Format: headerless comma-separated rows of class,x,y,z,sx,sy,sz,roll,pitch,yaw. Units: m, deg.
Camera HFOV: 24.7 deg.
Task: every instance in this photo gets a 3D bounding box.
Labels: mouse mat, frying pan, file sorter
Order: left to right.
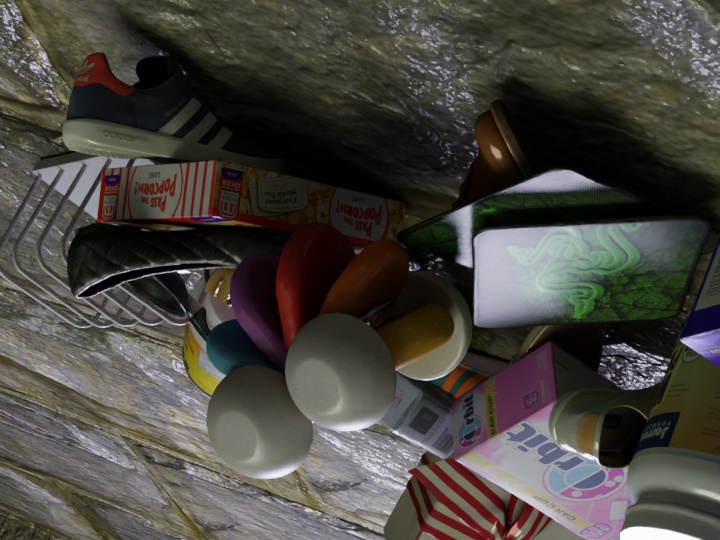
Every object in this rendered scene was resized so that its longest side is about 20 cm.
file sorter,-0.232,-0.025,1.538,0.139,0.125,0.200,39,155,-29
frying pan,-0.155,0.018,1.351,0.190,0.031,0.115,33,165,11
mouse mat,0.145,-0.022,1.161,0.200,0.008,0.161,17,152,-40
mouse mat,0.161,0.004,1.189,0.160,0.008,0.200,-3,157,3

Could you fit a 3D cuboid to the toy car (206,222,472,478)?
toy car,-0.032,0.046,1.191,0.200,0.175,0.150,-33,87,33

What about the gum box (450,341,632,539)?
gum box,0.187,0.153,1.409,0.200,0.066,0.113,33,128,-31

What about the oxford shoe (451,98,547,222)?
oxford shoe,0.096,-0.049,1.170,0.071,0.071,0.200,-18,150,0

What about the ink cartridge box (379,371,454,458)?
ink cartridge box,-0.004,0.077,1.439,0.200,0.057,0.163,36,180,24

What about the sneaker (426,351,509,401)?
sneaker,0.111,0.129,1.573,0.200,0.080,0.071,12,156,31

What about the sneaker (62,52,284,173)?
sneaker,-0.139,-0.123,1.299,0.200,0.085,0.075,11,172,-43

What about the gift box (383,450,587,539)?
gift box,0.116,0.261,1.658,0.200,0.185,0.187,23,-172,-8

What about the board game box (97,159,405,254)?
board game box,-0.087,-0.048,1.329,0.200,0.046,0.151,10,173,-42

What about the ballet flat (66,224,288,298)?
ballet flat,-0.127,-0.004,1.270,0.199,0.057,0.066,1,171,7

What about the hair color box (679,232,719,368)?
hair color box,0.323,0.048,1.122,0.200,0.110,0.065,33,157,-17

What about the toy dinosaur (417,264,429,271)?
toy dinosaur,0.000,0.000,1.444,0.106,0.061,0.200,25,-179,1

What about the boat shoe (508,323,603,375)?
boat shoe,0.161,0.085,1.432,0.072,0.065,0.200,5,138,-5

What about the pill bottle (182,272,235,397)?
pill bottle,-0.118,0.056,1.619,0.109,0.109,0.200,25,158,0

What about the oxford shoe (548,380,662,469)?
oxford shoe,0.246,0.123,1.326,0.200,0.075,0.058,-2,-164,-28

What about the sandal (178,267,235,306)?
sandal,-0.088,0.005,1.346,0.200,0.054,0.080,4,175,35

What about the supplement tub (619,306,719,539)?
supplement tub,0.284,0.130,1.228,0.144,0.200,0.144,22,158,9
